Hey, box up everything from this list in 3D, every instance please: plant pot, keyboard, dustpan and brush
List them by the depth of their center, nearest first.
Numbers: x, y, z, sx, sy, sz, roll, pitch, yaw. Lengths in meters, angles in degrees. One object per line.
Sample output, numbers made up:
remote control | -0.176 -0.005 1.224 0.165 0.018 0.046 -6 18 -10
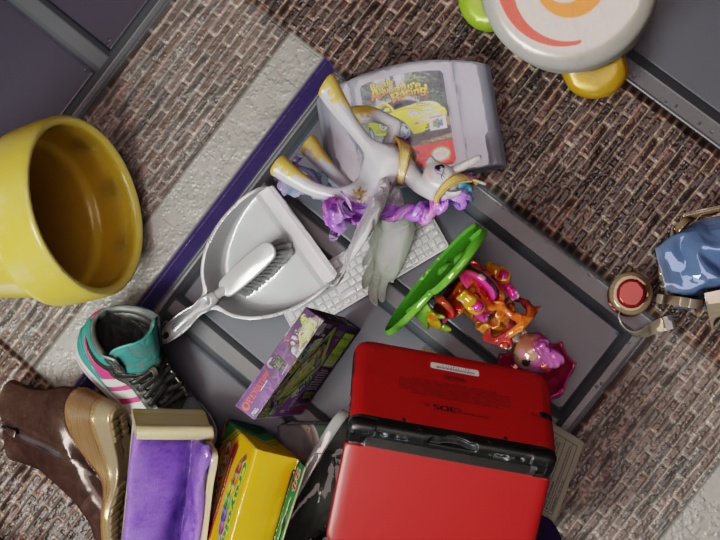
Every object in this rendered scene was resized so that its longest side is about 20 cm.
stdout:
plant pot | -0.372 -0.050 1.360 0.188 0.200 0.202 -14 83 23
dustpan and brush | -0.143 0.017 1.373 0.200 0.057 0.140 -40 80 16
keyboard | 0.000 0.000 1.378 0.199 0.011 0.057 -30 82 6

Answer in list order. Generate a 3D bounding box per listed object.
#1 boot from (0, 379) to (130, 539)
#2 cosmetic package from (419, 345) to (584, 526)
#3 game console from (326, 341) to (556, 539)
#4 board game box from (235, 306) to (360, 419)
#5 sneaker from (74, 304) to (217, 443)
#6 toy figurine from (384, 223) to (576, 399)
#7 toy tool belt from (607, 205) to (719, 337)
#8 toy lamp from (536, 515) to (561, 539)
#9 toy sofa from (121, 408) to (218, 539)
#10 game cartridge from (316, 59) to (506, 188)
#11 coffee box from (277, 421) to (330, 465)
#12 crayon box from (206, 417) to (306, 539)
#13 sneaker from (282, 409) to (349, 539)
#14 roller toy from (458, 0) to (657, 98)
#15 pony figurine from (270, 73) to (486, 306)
boot | -0.326 0.223 1.394 0.165 0.072 0.202 5 106 29
cosmetic package | 0.117 0.177 1.269 0.199 0.073 0.104 32 62 -6
game console | 0.077 0.180 1.195 0.198 0.173 0.119 11 130 -6
board game box | -0.060 0.098 1.284 0.032 0.200 0.121 31 90 11
sneaker | -0.229 0.109 1.347 0.200 0.121 0.084 39 58 10
toy figurine | 0.148 0.060 1.276 0.184 0.200 0.150 40 70 -3
toy tool belt | 0.350 -0.002 1.263 0.199 0.123 0.126 -16 83 8
toy lamp | 0.113 0.296 1.270 0.199 0.058 0.059 -28 80 43
toy sofa | -0.207 0.252 1.306 0.082 0.098 0.202 4 107 -17
game cartridge | 0.054 -0.161 1.370 0.198 0.041 0.134 -10 80 8
coffee box | 0.009 0.224 1.342 0.198 0.044 0.124 0 86 9
crayon box | -0.117 0.235 1.283 0.050 0.200 0.128 17 88 -18
sneaker | -0.025 0.255 1.286 0.099 0.071 0.201 27 86 16
roller toy | 0.223 -0.298 1.299 0.199 0.140 0.183 35 102 8
pony figurine | 0.009 -0.079 1.294 0.199 0.166 0.194 34 95 16
